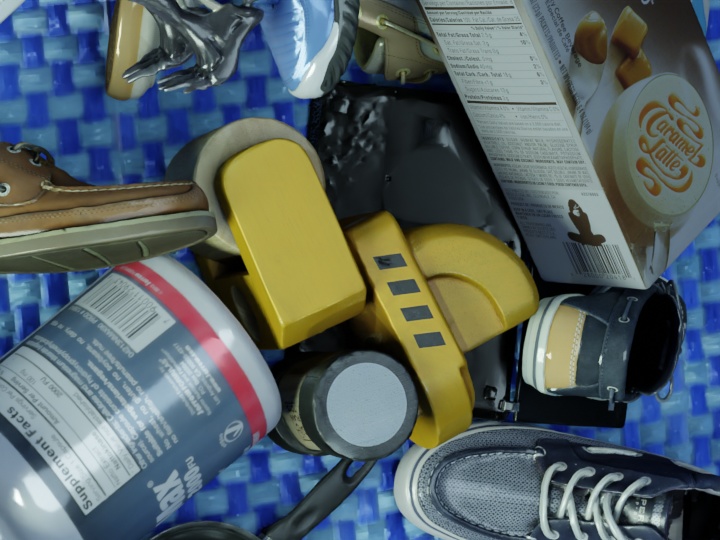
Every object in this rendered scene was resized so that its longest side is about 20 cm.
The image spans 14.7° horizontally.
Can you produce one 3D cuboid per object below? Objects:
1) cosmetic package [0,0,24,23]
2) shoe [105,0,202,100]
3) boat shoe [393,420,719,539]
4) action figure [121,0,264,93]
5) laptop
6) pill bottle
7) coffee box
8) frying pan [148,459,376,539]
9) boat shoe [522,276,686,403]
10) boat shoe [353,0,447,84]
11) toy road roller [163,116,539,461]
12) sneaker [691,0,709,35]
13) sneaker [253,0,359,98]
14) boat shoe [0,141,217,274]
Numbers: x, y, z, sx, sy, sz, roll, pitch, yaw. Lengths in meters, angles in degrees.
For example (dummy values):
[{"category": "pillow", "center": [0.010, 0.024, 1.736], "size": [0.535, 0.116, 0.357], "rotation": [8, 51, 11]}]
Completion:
[{"category": "cosmetic package", "center": [-0.266, -0.100, 1.349], "size": [0.200, 0.113, 0.081], "rotation": [-46, 109, -15]}, {"category": "shoe", "center": [-0.088, -0.182, 1.444], "size": [0.053, 0.070, 0.200], "rotation": [16, 89, -6]}, {"category": "boat shoe", "center": [0.125, 0.125, 1.553], "size": [0.200, 0.093, 0.075], "rotation": [4, 90, -26]}, {"category": "action figure", "center": [-0.124, -0.178, 1.335], "size": [0.102, 0.119, 0.200], "rotation": [-30, 116, -12]}, {"category": "laptop", "center": [0.064, -0.007, 1.566], "size": [0.200, 0.103, 0.178], "rotation": [6, 89, 0]}, {"category": "pill bottle", "center": [-0.149, 0.092, 1.407], "size": [0.200, 0.120, 0.120], "rotation": [-40, 108, -18]}, {"category": "coffee box", "center": [0.120, -0.104, 1.477], "size": [0.114, 0.080, 0.200], "rotation": [-44, 122, -32]}, {"category": "frying pan", "center": [-0.073, 0.157, 1.494], "size": [0.115, 0.031, 0.190], "rotation": [27, 77, -24]}, {"category": "boat shoe", "center": [0.149, 0.039, 1.529], "size": [0.200, 0.062, 0.075], "rotation": [-6, 104, -67]}, {"category": "boat shoe", "center": [0.017, -0.137, 1.510], "size": [0.200, 0.074, 0.066], "rotation": [27, 93, -22]}, {"category": "toy road roller", "center": [0.000, 0.000, 1.454], "size": [0.146, 0.123, 0.200], "rotation": [-27, 95, -16]}, {"category": "sneaker", "center": [0.152, -0.184, 1.536], "size": [0.081, 0.076, 0.200], "rotation": [-50, 147, -41]}, {"category": "sneaker", "center": [-0.052, -0.183, 1.401], "size": [0.077, 0.076, 0.200], "rotation": [-13, 93, -23]}, {"category": "boat shoe", "center": [-0.172, -0.033, 1.379], "size": [0.200, 0.072, 0.068], "rotation": [-7, 78, 4]}]
